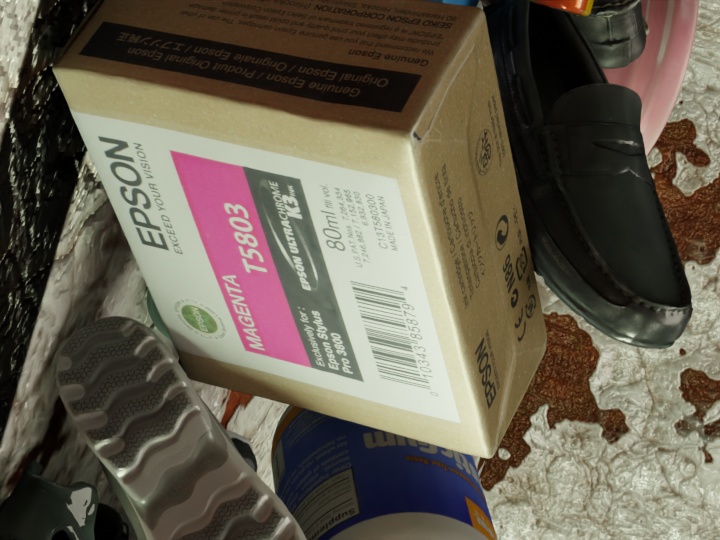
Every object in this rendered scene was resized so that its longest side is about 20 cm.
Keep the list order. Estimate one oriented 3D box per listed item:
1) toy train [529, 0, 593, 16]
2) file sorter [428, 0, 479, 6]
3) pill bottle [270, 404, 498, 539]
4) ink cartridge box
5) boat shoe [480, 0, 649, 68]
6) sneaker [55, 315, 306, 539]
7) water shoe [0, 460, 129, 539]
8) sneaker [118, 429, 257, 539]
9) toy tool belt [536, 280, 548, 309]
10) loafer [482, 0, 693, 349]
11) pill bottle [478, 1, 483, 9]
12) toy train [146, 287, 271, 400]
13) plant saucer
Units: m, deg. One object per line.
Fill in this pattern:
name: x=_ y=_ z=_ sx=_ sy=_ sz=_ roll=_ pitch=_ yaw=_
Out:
toy train: x=0.102 y=-0.208 z=0.739 sx=0.151 sy=0.055 sz=0.201 roll=95 pitch=16 yaw=-48
file sorter: x=0.022 y=-0.222 z=0.764 sx=0.139 sy=0.122 sz=0.201 roll=90 pitch=23 yaw=-61
pill bottle: x=0.016 y=0.147 z=0.837 sx=0.201 sy=0.111 sz=0.113 roll=-105 pitch=-156 yaw=-58
ink cartridge box: x=-0.018 y=-0.023 z=0.690 sx=0.075 sy=0.164 sz=0.201 roll=-60 pitch=149 yaw=-33
boat shoe: x=0.097 y=-0.159 z=0.879 sx=0.200 sy=0.073 sz=0.061 roll=43 pitch=-28 yaw=60
sneaker: x=-0.071 y=0.113 z=0.771 sx=0.074 sy=0.201 sz=0.082 roll=-26 pitch=175 yaw=-3
water shoe: x=-0.131 y=0.156 z=0.792 sx=0.200 sy=0.071 sz=0.079 roll=82 pitch=31 yaw=-65
sneaker: x=-0.076 y=0.163 z=0.955 sx=0.200 sy=0.113 sz=0.076 roll=-44 pitch=152 yaw=-65
toy tool belt: x=0.000 y=0.000 z=0.942 sx=0.123 sy=0.199 sz=0.126 roll=49 pitch=59 yaw=-50
loafer: x=0.098 y=-0.053 z=0.738 sx=0.071 sy=0.068 sz=0.201 roll=-55 pitch=-138 yaw=36
pill bottle: x=0.020 y=-0.112 z=0.961 sx=0.200 sy=0.112 sz=0.113 roll=76 pitch=35 yaw=-69
toy train: x=-0.035 y=-0.027 z=0.840 sx=0.085 sy=0.113 sz=0.202 roll=-38 pitch=146 yaw=-69
plant saucer: x=0.130 y=-0.144 z=0.993 sx=0.200 sy=0.050 sz=0.202 roll=-171 pitch=-90 yaw=-69
